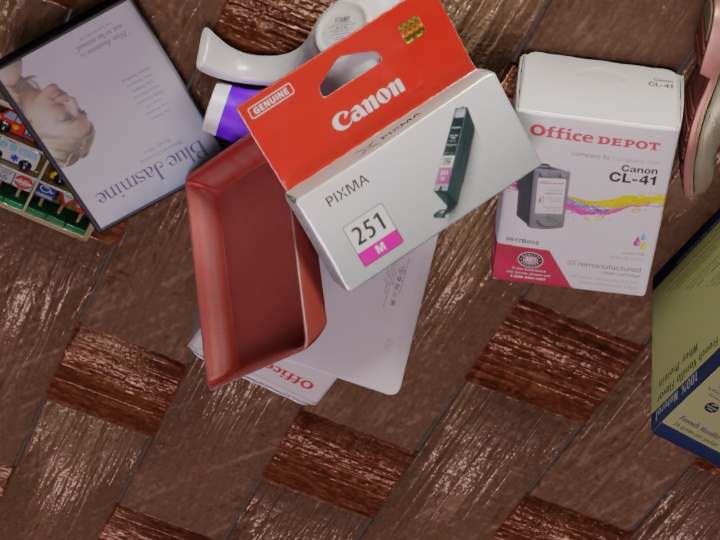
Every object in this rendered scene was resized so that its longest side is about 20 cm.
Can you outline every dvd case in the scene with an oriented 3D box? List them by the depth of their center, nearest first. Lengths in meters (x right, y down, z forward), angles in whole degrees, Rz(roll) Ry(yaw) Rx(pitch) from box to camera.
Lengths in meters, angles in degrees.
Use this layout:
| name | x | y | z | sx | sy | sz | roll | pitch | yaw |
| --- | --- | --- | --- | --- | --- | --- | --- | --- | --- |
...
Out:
| name | x | y | z | sx | sy | sz | roll | pitch | yaw |
| --- | --- | --- | --- | --- | --- | --- | --- | --- | --- |
| dvd case | -0.223 | -0.139 | 1.752 | 0.142 | 0.018 | 0.200 | -28 | 126 | 4 |

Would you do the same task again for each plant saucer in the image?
| name | x | y | z | sx | sy | sz | roll | pitch | yaw |
| --- | --- | --- | --- | --- | --- | --- | --- | --- | --- |
| plant saucer | -0.088 | -0.011 | 1.701 | 0.036 | 0.201 | 0.199 | 0 | 167 | -29 |

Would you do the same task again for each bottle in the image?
| name | x | y | z | sx | sy | sz | roll | pitch | yaw |
| --- | --- | --- | --- | --- | --- | --- | --- | --- | --- |
| bottle | -0.041 | -0.114 | 1.734 | 0.199 | 0.084 | 0.065 | 18 | 170 | -3 |

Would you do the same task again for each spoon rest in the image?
| name | x | y | z | sx | sy | sz | roll | pitch | yaw |
| --- | --- | --- | --- | --- | --- | --- | --- | --- | --- |
| spoon rest | -0.042 | -0.190 | 1.672 | 0.199 | 0.100 | 0.061 | -2 | 158 | 29 |

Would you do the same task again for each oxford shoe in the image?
| name | x | y | z | sx | sy | sz | roll | pitch | yaw |
| --- | --- | --- | --- | --- | --- | --- | --- | --- | --- |
| oxford shoe | 0.315 | -0.142 | 1.664 | 0.073 | 0.071 | 0.201 | 5 | 134 | -1 |

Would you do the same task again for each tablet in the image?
| name | x | y | z | sx | sy | sz | roll | pitch | yaw |
| --- | --- | --- | --- | --- | --- | --- | --- | --- | --- |
| tablet | 0.000 | 0.000 | 1.766 | 0.129 | 0.201 | 0.014 | 19 | 165 | -17 |

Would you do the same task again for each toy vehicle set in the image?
| name | x | y | z | sx | sy | sz | roll | pitch | yaw |
| --- | --- | --- | --- | --- | --- | --- | --- | --- | --- |
| toy vehicle set | -0.323 | -0.112 | 1.818 | 0.199 | 0.027 | 0.124 | 23 | 131 | -12 |

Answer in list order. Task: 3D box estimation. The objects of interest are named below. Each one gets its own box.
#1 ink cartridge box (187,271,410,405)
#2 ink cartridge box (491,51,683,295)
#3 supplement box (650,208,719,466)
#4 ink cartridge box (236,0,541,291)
| name | x | y | z | sx | sy | sz | roll | pitch | yaw |
| --- | --- | --- | --- | --- | --- | --- | --- | --- | --- |
| ink cartridge box | -0.056 | 0.021 | 1.861 | 0.145 | 0.085 | 0.200 | 26 | 129 | -15 |
| ink cartridge box | 0.198 | -0.082 | 1.727 | 0.147 | 0.086 | 0.201 | 7 | 134 | 3 |
| supplement box | 0.369 | 0.045 | 1.738 | 0.134 | 0.200 | 0.200 | 26 | 131 | -15 |
| ink cartridge box | 0.025 | -0.110 | 1.602 | 0.199 | 0.044 | 0.174 | -33 | 110 | -7 |
